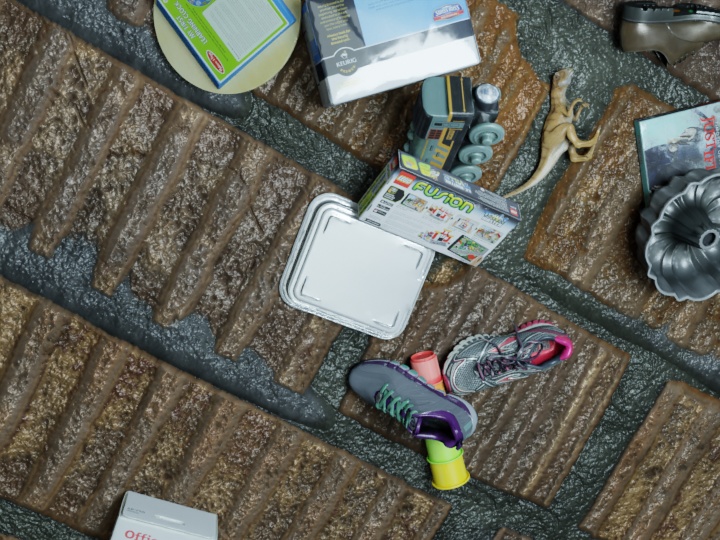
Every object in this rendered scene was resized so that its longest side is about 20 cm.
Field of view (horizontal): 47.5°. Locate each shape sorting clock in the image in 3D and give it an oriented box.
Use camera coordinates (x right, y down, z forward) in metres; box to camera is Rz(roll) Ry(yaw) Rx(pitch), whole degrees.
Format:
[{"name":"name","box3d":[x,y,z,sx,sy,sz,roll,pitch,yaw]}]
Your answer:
[{"name":"shape sorting clock","box3d":[-0.171,-0.329,1.049,0.197,0.039,0.203,1,96,7]}]

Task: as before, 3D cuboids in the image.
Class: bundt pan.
[{"name":"bundt pan","box3d":[0.489,-0.060,1.196,0.199,0.076,0.204,-5,117,-10]}]

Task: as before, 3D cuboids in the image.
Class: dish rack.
[{"name":"dish rack","box3d":[0.000,0.000,1.160,0.198,0.044,0.173,21,96,-14]}]

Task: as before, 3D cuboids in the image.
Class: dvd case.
[{"name":"dvd case","box3d":[0.512,-0.174,1.220,0.198,0.022,0.148,-14,103,-7]}]

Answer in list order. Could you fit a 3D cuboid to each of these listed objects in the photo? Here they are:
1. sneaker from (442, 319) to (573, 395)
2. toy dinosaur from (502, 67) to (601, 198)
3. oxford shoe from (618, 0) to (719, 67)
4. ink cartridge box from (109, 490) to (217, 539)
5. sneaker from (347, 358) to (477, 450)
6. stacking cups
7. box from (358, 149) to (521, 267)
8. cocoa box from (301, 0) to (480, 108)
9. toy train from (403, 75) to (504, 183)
[{"name":"sneaker","box3d":[0.214,0.126,1.199,0.198,0.075,0.081,-22,103,-8]},{"name":"toy dinosaur","box3d":[0.282,-0.183,1.172,0.105,0.060,0.202,16,93,12]},{"name":"oxford shoe","box3d":[0.458,-0.334,1.162,0.197,0.073,0.085,0,117,-6]},{"name":"ink cartridge box","box3d":[-0.301,0.439,1.177,0.144,0.083,0.202,18,98,-13]},{"name":"sneaker","box3d":[0.065,0.186,1.150,0.198,0.087,0.075,20,109,16]},{"name":"stacking cups","box3d":[0.113,0.222,1.212,0.060,0.061,0.202,-16,103,-6]},{"name":"box","box3d":[0.108,-0.080,1.121,0.198,0.035,0.110,21,133,-23]},{"name":"cocoa box","box3d":[0.032,-0.301,1.057,0.198,0.133,0.133,-17,101,-5]},{"name":"toy train","box3d":[0.117,-0.180,1.076,0.112,0.200,0.086,3,68,-7]}]
